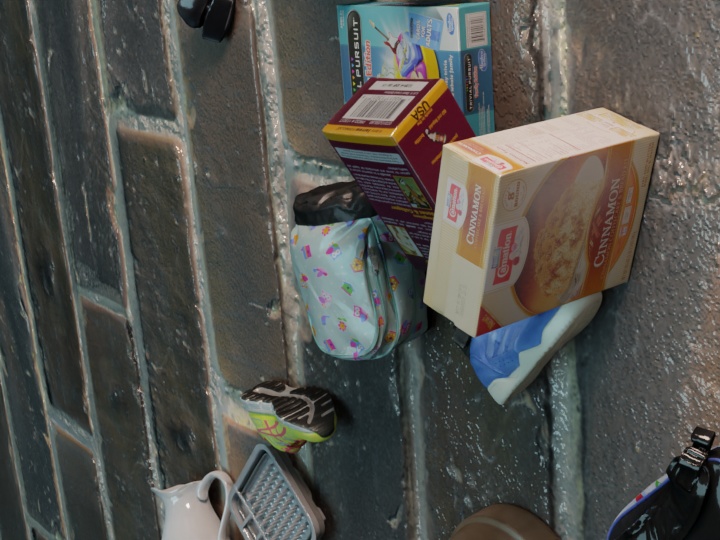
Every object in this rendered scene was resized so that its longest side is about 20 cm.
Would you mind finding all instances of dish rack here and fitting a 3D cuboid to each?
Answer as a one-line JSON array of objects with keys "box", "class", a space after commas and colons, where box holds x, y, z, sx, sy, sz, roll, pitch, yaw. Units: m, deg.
[{"box": [-0.118, 0.357, 1.719, 0.172, 0.043, 0.200, 56, 142, 24], "class": "dish rack"}]

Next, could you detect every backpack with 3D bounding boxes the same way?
[{"box": [0.308, 0.245, 0.991, 0.190, 0.154, 0.200, -43, 62, 44], "class": "backpack"}, {"box": [0.000, 0.000, 1.338, 0.167, 0.126, 0.201, -1, 106, 51], "class": "backpack"}]

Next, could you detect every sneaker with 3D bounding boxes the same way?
[{"box": [-0.088, 0.211, 1.600, 0.200, 0.078, 0.091, 11, 120, 58], "class": "sneaker"}, {"box": [0.156, 0.045, 1.180, 0.111, 0.077, 0.200, 51, 147, 15], "class": "sneaker"}]

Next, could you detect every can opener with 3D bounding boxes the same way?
[{"box": [-0.187, -0.393, 1.507, 0.063, 0.078, 0.200, -86, 13, -52], "class": "can opener"}]

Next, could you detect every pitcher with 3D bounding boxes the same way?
[{"box": [-0.253, 0.432, 1.887, 0.171, 0.121, 0.201, -26, 71, 40], "class": "pitcher"}]

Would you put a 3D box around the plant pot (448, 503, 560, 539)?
[{"box": [0.123, 0.379, 1.281, 0.200, 0.173, 0.201, 24, 121, 48], "class": "plant pot"}]

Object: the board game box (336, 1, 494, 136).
[{"box": [0.056, -0.207, 1.244, 0.200, 0.047, 0.151, 16, 116, 50], "class": "board game box"}]

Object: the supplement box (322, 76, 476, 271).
[{"box": [0.068, -0.089, 1.165, 0.110, 0.086, 0.200, 14, 146, 51], "class": "supplement box"}]

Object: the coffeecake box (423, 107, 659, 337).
[{"box": [0.159, -0.046, 1.032, 0.073, 0.200, 0.154, 35, 130, 42], "class": "coffeecake box"}]
